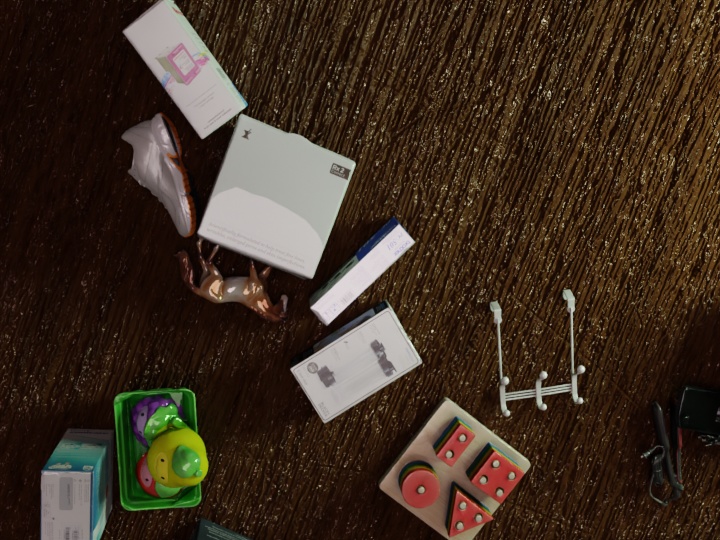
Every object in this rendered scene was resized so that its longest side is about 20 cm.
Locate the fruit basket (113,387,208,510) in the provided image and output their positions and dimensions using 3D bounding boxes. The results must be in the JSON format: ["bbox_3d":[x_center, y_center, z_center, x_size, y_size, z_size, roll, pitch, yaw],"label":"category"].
[{"bbox_3d":[-0.321,0.297,1.646,0.153,0.216,0.219,-3,100,-4],"label":"fruit basket"}]

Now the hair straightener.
[{"bbox_3d":[0.536,0.330,1.809,0.076,0.041,0.203,-7,105,-3],"label":"hair straightener"}]

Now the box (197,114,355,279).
[{"bbox_3d":[-0.137,-0.112,1.608,0.197,0.131,0.202,21,86,-8],"label":"box"}]

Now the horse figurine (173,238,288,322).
[{"bbox_3d":[-0.213,0.011,1.682,0.197,0.050,0.135,5,94,-8],"label":"horse figurine"}]

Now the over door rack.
[{"bbox_3d":[0.305,0.146,1.738,0.145,0.067,0.203,-8,101,-4],"label":"over door rack"}]

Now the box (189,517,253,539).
[{"bbox_3d":[-0.231,0.527,1.693,0.147,0.200,0.108,26,97,-8],"label":"box"}]

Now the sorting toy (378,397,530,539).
[{"bbox_3d":[0.168,0.365,1.764,0.199,0.070,0.200,37,95,-10],"label":"sorting toy"}]

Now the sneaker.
[{"bbox_3d":[-0.325,-0.147,1.640,0.091,0.076,0.203,-17,93,6],"label":"sneaker"}]

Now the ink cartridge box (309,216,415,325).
[{"bbox_3d":[0.000,0.000,1.674,0.200,0.094,0.044,-43,100,4],"label":"ink cartridge box"}]

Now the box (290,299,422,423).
[{"bbox_3d":[-0.008,0.154,1.717,0.199,0.060,0.117,-33,101,2],"label":"box"}]

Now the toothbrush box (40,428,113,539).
[{"bbox_3d":[-0.459,0.359,1.646,0.084,0.200,0.149,3,99,-6],"label":"toothbrush box"}]

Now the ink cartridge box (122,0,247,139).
[{"bbox_3d":[-0.269,-0.314,1.571,0.084,0.145,0.201,-34,101,4],"label":"ink cartridge box"}]

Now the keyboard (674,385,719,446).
[{"bbox_3d":[0.636,0.264,1.800,0.197,0.040,0.106,12,92,-19],"label":"keyboard"}]
